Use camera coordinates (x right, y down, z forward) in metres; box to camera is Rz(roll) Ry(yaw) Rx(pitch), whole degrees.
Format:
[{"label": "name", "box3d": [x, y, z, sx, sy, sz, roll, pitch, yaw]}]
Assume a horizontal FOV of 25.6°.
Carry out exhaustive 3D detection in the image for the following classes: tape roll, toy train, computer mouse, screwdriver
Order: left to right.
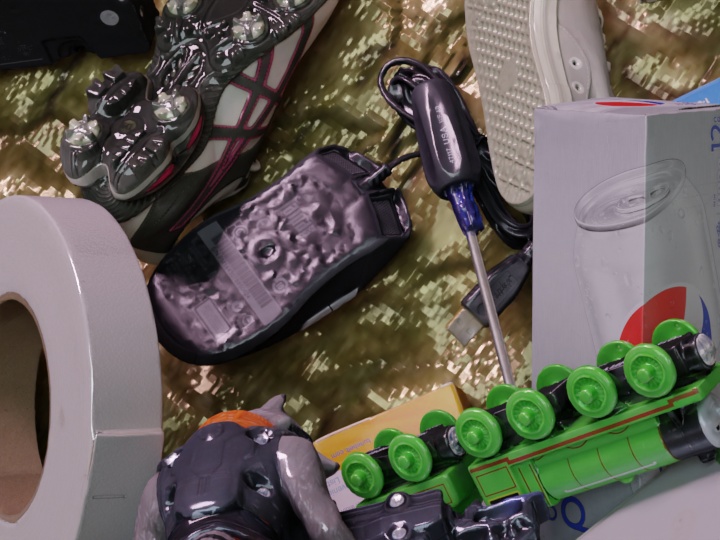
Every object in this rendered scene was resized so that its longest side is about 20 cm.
[{"label": "tape roll", "box3d": [-0.152, 0.065, 0.756, 0.202, 0.037, 0.205, -6, 83, 56]}, {"label": "computer mouse", "box3d": [0.000, 0.000, 0.793, 0.200, 0.046, 0.140, -41, 68, -9]}, {"label": "screwdriver", "box3d": [0.059, -0.003, 0.746, 0.029, 0.028, 0.202, -6, 65, -26]}, {"label": "toy train", "box3d": [0.071, 0.076, 0.675, 0.199, 0.042, 0.057, -25, 93, 39]}]

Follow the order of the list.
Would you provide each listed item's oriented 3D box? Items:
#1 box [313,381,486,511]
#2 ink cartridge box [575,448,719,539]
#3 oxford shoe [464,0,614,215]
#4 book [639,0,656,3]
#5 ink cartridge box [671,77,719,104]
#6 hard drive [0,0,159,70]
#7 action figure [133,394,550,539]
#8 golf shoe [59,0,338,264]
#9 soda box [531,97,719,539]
[{"label": "box", "box3d": [0.030, 0.169, 0.752, 0.118, 0.041, 0.202, -23, 76, 9]}, {"label": "ink cartridge box", "box3d": [0.182, 0.182, 0.615, 0.083, 0.147, 0.200, -39, 104, 3]}, {"label": "oxford shoe", "box3d": [0.093, -0.114, 0.782, 0.057, 0.075, 0.202, 11, 59, -26]}, {"label": "book", "box3d": [0.126, -0.223, 0.723, 0.048, 0.200, 0.135, -16, 75, 11]}, {"label": "ink cartridge box", "box3d": [0.215, 0.003, 0.723, 0.115, 0.067, 0.202, -25, 74, 9]}, {"label": "hard drive", "box3d": [-0.198, -0.189, 0.806, 0.138, 0.201, 0.038, -6, 48, 14]}, {"label": "action figure", "box3d": [-0.025, 0.105, 0.624, 0.198, 0.194, 0.106, -18, 112, 2]}, {"label": "golf shoe", "box3d": [-0.074, -0.095, 0.819, 0.077, 0.088, 0.200, 26, 63, 30]}, {"label": "soda box", "box3d": [0.119, 0.027, 0.698, 0.068, 0.063, 0.202, 12, 105, 49]}]
